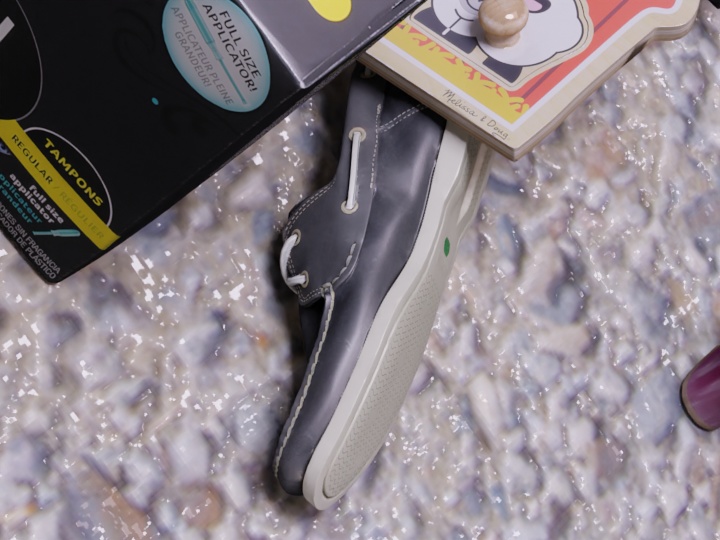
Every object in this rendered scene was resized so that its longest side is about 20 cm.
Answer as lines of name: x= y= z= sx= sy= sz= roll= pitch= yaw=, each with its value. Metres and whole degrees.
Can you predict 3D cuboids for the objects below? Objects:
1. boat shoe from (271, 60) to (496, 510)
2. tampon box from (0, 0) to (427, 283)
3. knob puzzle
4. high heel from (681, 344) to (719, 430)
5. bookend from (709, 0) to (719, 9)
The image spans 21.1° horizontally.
boat shoe: x=0.000 y=0.000 z=0.773 sx=0.067 sy=0.072 sz=0.201 roll=13 pitch=67 yaw=13
tampon box: x=-0.073 y=-0.113 z=0.675 sx=0.150 sy=0.200 sz=0.126 roll=52 pitch=54 yaw=-4
knob puzzle: x=0.059 y=-0.159 z=0.803 sx=0.219 sy=0.030 sz=0.220 roll=-1 pitch=57 yaw=1
high heel: x=0.228 y=-0.001 z=0.883 sx=0.200 sy=0.096 sz=0.067 roll=-34 pitch=91 yaw=-36
bookend: x=0.178 y=-0.269 z=0.920 sx=0.199 sy=0.092 sz=0.200 roll=47 pitch=53 yaw=-10
